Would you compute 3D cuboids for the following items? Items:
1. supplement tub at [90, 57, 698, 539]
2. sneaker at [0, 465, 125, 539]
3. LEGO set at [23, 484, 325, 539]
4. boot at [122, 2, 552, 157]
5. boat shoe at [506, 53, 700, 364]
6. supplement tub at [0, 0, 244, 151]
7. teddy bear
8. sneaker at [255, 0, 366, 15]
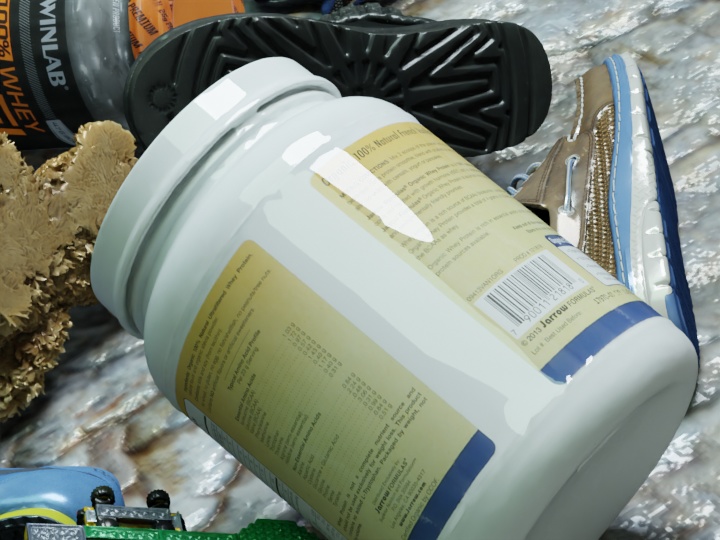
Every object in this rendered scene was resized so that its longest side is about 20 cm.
[{"bbox_3d":[0.010,0.026,0.891,0.200,0.145,0.144,40,61,19],"label":"supplement tub"},{"bbox_3d":[-0.193,0.123,1.000,0.199,0.066,0.079,-12,21,12],"label":"sneaker"},{"bbox_3d":[-0.070,0.182,0.841,0.153,0.116,0.200,1,32,-23],"label":"LEGO set"},{"bbox_3d":[-0.030,-0.084,1.117,0.210,0.080,0.158,-2,10,-25],"label":"boot"},{"bbox_3d":[0.100,-0.026,1.040,0.072,0.072,0.200,-14,35,12],"label":"boat shoe"},{"bbox_3d":[-0.170,-0.126,1.271,0.199,0.123,0.123,-3,38,25],"label":"supplement tub"},{"bbox_3d":[-0.181,-0.001,1.095,0.067,0.145,0.200,-26,17,49],"label":"teddy bear"},{"bbox_3d":[-0.054,-0.193,1.353,0.200,0.076,0.078,18,52,44],"label":"sneaker"}]
